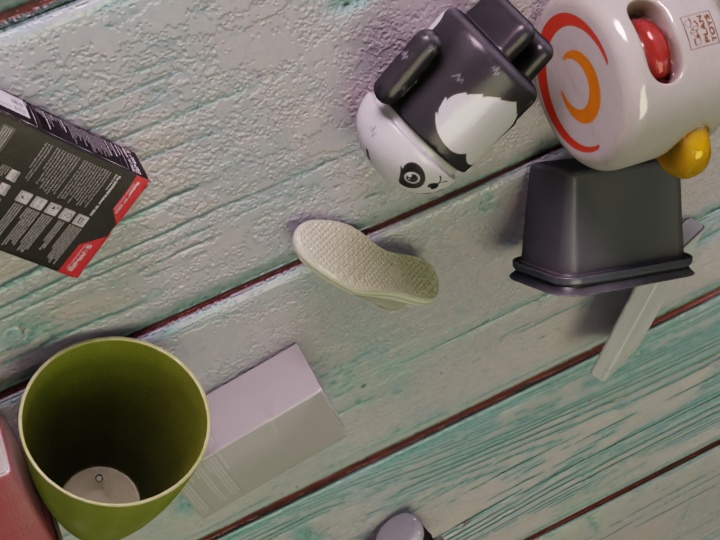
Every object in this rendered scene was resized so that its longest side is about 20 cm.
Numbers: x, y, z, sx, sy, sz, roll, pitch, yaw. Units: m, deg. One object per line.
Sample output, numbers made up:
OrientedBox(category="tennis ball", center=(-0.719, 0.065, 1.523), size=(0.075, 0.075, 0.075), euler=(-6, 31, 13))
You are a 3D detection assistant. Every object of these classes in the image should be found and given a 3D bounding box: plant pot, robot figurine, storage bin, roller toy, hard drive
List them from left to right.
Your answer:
OrientedBox(category="plant pot", center=(-0.262, 0.201, 1.240), size=(0.186, 0.188, 0.200), euler=(-10, 149, -24))
OrientedBox(category="robot figurine", center=(0.087, -0.164, 1.130), size=(0.150, 0.125, 0.200), euler=(42, 103, -15))
OrientedBox(category="storage bin", center=(0.271, -0.061, 1.352), size=(0.199, 0.145, 0.135), euler=(-7, 105, -26))
OrientedBox(category="roller toy", center=(0.271, -0.199, 1.165), size=(0.139, 0.200, 0.183), euler=(-17, 130, -18))
OrientedBox(category="hard drive", center=(0.369, 0.038, 1.528), size=(0.132, 0.027, 0.201), euler=(-32, 148, -49))

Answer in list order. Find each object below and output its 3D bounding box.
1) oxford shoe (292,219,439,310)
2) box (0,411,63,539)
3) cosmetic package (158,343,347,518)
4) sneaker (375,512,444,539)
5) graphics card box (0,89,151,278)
OrientedBox(category="oxford shoe", center=(0.000, 0.000, 1.282), size=(0.199, 0.076, 0.058), euler=(19, 153, -40))
OrientedBox(category="box", center=(-0.387, 0.235, 1.211), size=(0.109, 0.128, 0.201), euler=(-23, 138, -12))
OrientedBox(category="cosmetic package", center=(-0.126, 0.184, 1.359), size=(0.199, 0.090, 0.107), euler=(-30, 138, -7))
OrientedBox(category="sneaker", center=(0.036, 0.438, 1.701), size=(0.200, 0.076, 0.114), euler=(-44, 135, 9))
OrientedBox(category="graphics card box", center=(-0.298, -0.079, 1.029), size=(0.200, 0.051, 0.126), euler=(23, 115, -44))
